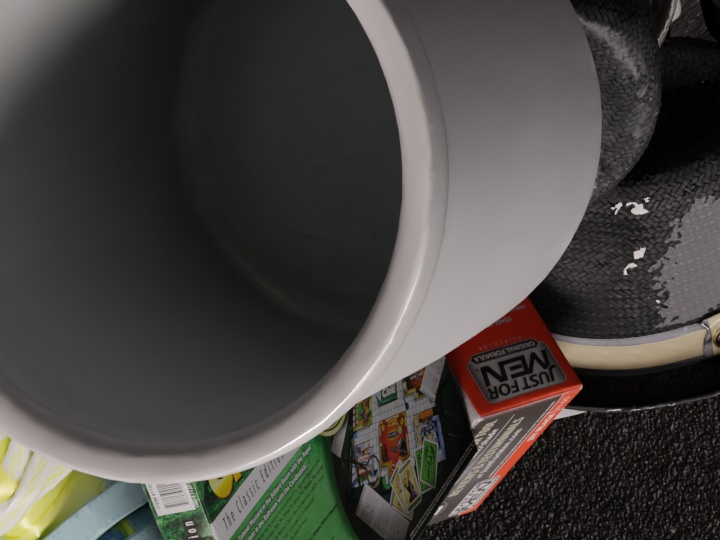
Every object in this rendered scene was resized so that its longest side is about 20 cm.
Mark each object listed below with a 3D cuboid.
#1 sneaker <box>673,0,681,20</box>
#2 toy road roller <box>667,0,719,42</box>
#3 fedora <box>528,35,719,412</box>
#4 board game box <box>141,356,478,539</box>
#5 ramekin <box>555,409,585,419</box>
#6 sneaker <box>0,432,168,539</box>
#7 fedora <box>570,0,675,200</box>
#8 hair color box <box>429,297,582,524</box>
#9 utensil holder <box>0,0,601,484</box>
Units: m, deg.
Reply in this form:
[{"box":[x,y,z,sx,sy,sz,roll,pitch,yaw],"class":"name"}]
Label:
[{"box":[0.106,-0.115,1.381,0.147,0.081,0.200,-51,-174,-9],"class":"sneaker"},{"box":[0.117,-0.169,1.147,0.199,0.147,0.123,-2,174,8],"class":"toy road roller"},{"box":[0.118,-0.037,1.116,0.200,0.201,0.092,-36,142,-15],"class":"fedora"},{"box":[-0.013,0.065,0.934,0.023,0.105,0.200,-9,-161,25],"class":"board game box"},{"box":[0.048,0.015,1.452,0.199,0.106,0.200,-3,-169,1],"class":"ramekin"},{"box":[-0.112,0.063,0.857,0.079,0.131,0.200,-41,156,10],"class":"sneaker"},{"box":[0.050,-0.085,0.963,0.200,0.092,0.201,-16,135,-16],"class":"fedora"},{"box":[0.000,0.000,1.111,0.061,0.201,0.102,-13,154,-37],"class":"hair color box"},{"box":[-0.027,-0.039,0.802,0.170,0.170,0.200,-42,173,20],"class":"utensil holder"}]
